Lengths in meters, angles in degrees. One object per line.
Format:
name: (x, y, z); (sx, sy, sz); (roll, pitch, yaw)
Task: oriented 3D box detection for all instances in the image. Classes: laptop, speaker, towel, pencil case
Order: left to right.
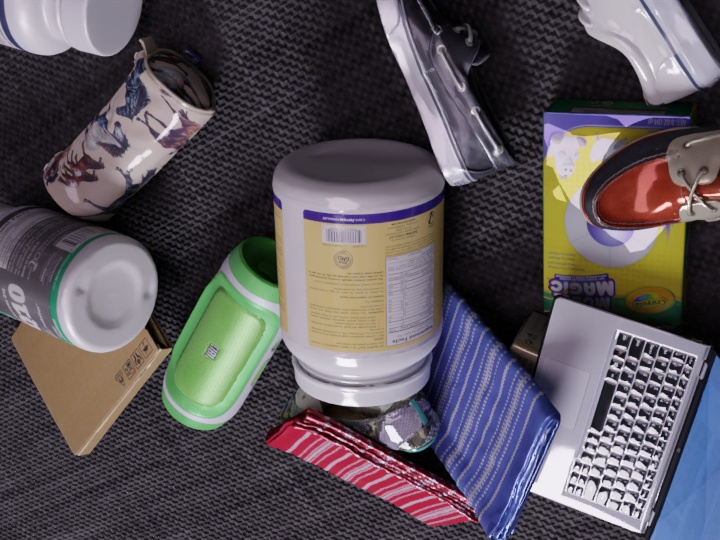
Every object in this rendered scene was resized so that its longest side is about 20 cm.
pencil case: (-0.221, -0.126, 1.018); (0.200, 0.078, 0.090); (-39, 84, 32)
speaker: (-0.124, 0.063, 1.054); (0.088, 0.088, 0.200); (36, 122, 6)
towel: (0.010, 0.190, 1.017); (0.200, 0.023, 0.145); (29, 158, -8)
towel: (0.094, 0.118, 0.943); (0.200, 0.024, 0.145); (52, 135, 46)
laptop: (0.211, 0.150, 0.835); (0.200, 0.116, 0.188); (19, 117, 17)

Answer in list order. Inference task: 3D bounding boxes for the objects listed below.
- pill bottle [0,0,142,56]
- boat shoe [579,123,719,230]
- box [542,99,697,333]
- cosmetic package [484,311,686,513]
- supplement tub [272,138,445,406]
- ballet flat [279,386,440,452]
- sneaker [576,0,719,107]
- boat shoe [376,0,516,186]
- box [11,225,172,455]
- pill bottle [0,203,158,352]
pill bottle: (-0.303, -0.260, 0.971); (0.200, 0.120, 0.120); (18, 118, 16)
boat shoe: (0.261, -0.069, 0.790); (0.200, 0.063, 0.071); (-15, 114, 5)
box: (0.207, -0.035, 0.881); (0.117, 0.048, 0.200); (5, 115, 22)
cosmetic package: (0.216, 0.128, 0.934); (0.200, 0.073, 0.104); (23, 120, 15)
supplement tub: (0.000, 0.000, 0.932); (0.145, 0.145, 0.200); (9, 116, 21)
ballet flat: (-0.011, 0.118, 1.013); (0.200, 0.072, 0.072); (3, 115, 46)
sneaker: (0.188, -0.207, 0.797); (0.071, 0.073, 0.200); (-31, 97, 29)
boat shoe: (0.070, -0.169, 0.870); (0.068, 0.072, 0.200); (-18, 99, 21)
box: (-0.288, 0.075, 1.141); (0.200, 0.021, 0.164); (-48, 67, 34)
pill bottle: (-0.301, 0.000, 1.055); (0.200, 0.113, 0.113); (17, 120, 37)
